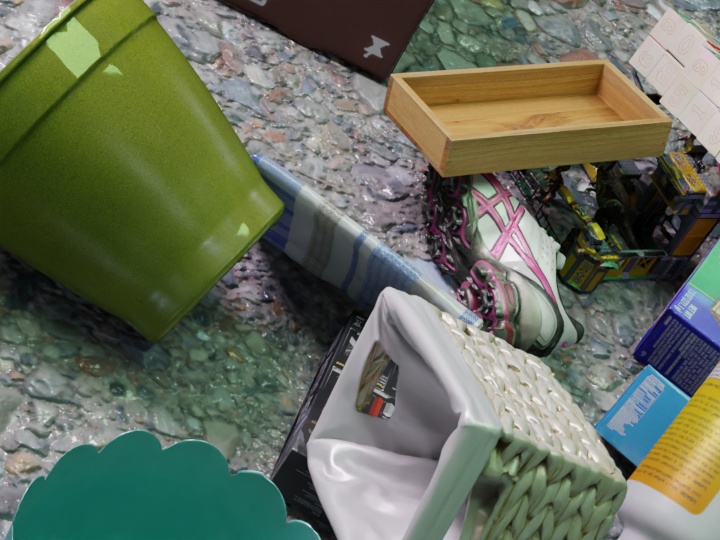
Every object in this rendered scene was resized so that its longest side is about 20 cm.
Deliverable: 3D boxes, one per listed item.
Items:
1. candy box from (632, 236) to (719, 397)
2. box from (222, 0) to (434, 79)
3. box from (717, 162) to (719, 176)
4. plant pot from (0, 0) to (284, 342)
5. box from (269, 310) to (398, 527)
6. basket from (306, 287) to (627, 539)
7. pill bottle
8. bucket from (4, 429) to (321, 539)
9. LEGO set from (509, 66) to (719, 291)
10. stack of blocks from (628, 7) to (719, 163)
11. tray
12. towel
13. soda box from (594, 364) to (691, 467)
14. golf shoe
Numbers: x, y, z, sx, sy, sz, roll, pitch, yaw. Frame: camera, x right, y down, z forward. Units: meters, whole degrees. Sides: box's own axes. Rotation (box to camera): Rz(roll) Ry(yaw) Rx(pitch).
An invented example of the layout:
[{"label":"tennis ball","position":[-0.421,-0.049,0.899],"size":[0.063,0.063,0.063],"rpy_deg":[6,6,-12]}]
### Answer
[{"label":"candy box","position":[0.341,0.058,1.853],"size":[0.200,0.077,0.169],"rpy_deg":[38,52,5]},{"label":"box","position":[-0.001,-0.300,1.955],"size":[0.166,0.164,0.200],"rpy_deg":[25,39,-9]},{"label":"box","position":[0.357,-0.085,1.995],"size":[0.039,0.137,0.200],"rpy_deg":[17,41,-17]},{"label":"plant pot","position":[-0.161,-0.061,1.587],"size":[0.193,0.200,0.200],"rpy_deg":[45,38,-4]},{"label":"box","position":[0.052,0.134,1.616],"size":[0.200,0.050,0.158],"rpy_deg":[29,39,-4]},{"label":"basket","position":[0.062,0.119,1.450],"size":[0.123,0.136,0.200],"rpy_deg":[20,16,-22]},{"label":"pill bottle","position":[0.243,0.152,1.614],"size":[0.111,0.111,0.200],"rpy_deg":[38,81,7]},{"label":"bucket","position":[-0.124,0.209,1.344],"size":[0.207,0.135,0.207],"rpy_deg":[18,41,-16]},{"label":"LEGO set","position":[0.205,-0.084,1.903],"size":[0.153,0.116,0.200],"rpy_deg":[6,44,-30]},{"label":"stack of blocks","position":[0.297,-0.130,1.897],"size":[0.115,0.059,0.200],"rpy_deg":[24,20,-40]},{"label":"tray","position":[0.128,-0.117,1.822],"size":[0.200,0.037,0.099],"rpy_deg":[-6,36,-29]},{"label":"towel","position":[0.000,0.000,1.671],"size":[0.200,0.147,0.024],"rpy_deg":[38,77,5]},{"label":"soda box","position":[0.264,0.156,1.709],"size":[0.200,0.064,0.068],"rpy_deg":[41,2,10]},{"label":"golf shoe","position":[0.104,-0.016,1.798],"size":[0.092,0.073,0.200],"rpy_deg":[2,54,-26]}]
